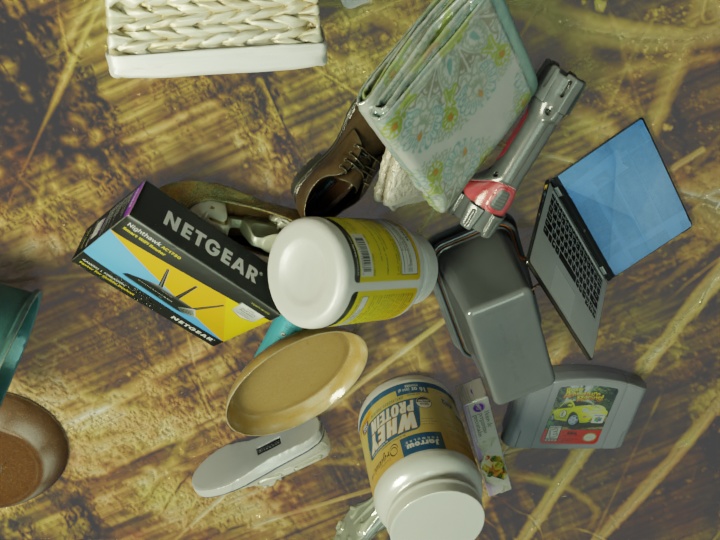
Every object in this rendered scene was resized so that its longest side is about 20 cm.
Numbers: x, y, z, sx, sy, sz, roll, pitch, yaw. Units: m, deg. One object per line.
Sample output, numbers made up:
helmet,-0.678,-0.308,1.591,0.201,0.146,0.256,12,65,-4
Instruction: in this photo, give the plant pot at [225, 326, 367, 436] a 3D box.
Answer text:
plant pot,-0.082,0.135,1.042,0.196,0.028,0.202,-23,147,-16

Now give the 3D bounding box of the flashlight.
flashlight,0.174,-0.137,0.935,0.067,0.068,0.203,34,112,13

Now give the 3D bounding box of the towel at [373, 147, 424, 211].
towel,0.084,-0.163,0.875,0.131,0.034,0.204,-18,132,-42

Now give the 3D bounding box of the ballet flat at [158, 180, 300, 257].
ballet flat,-0.135,-0.050,0.925,0.195,0.071,0.072,12,121,-18

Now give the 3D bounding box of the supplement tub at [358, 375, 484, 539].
supplement tub,0.078,0.253,1.086,0.141,0.202,0.148,-5,125,-8

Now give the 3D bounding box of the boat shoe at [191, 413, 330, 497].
boat shoe,-0.132,0.267,1.137,0.196,0.071,0.071,-26,126,0

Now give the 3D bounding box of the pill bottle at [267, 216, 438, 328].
pill bottle,0.000,0.000,0.915,0.198,0.113,0.113,-2,133,-53

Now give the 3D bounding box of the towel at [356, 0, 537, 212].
towel,0.091,-0.171,0.812,0.172,0.048,0.200,-50,145,-1

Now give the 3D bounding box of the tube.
tube,-0.102,0.108,1.050,0.076,0.051,0.202,13,124,-24

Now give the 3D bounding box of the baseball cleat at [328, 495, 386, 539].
baseball cleat,0.044,0.364,1.232,0.105,0.070,0.201,29,114,-26

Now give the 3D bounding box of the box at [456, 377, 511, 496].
box,0.180,0.244,1.198,0.038,0.042,0.203,-19,124,1

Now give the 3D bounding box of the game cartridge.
game cartridge,0.309,0.197,1.197,0.194,0.041,0.136,2,119,-13

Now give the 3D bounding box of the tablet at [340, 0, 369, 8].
tablet,0.009,-0.363,0.780,0.127,0.014,0.203,-22,124,4

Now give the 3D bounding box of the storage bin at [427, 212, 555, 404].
storage bin,0.176,0.053,1.015,0.142,0.136,0.203,-21,126,4

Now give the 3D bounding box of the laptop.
laptop,0.304,-0.034,0.998,0.114,0.203,0.188,-10,134,39

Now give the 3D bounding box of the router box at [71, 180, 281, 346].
router box,-0.196,0.000,0.914,0.198,0.052,0.148,35,142,-27

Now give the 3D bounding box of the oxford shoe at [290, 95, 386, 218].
oxford shoe,0.004,-0.123,0.895,0.072,0.085,0.201,30,111,-25

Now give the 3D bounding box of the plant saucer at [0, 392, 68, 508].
plant saucer,-0.480,0.243,1.068,0.195,0.037,0.204,-5,125,-7

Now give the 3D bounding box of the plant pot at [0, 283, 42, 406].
plant pot,-0.469,0.079,0.878,0.192,0.202,0.203,23,117,-16

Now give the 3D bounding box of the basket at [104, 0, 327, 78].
basket,-0.132,-0.257,0.751,0.194,0.136,0.126,-4,120,-8
